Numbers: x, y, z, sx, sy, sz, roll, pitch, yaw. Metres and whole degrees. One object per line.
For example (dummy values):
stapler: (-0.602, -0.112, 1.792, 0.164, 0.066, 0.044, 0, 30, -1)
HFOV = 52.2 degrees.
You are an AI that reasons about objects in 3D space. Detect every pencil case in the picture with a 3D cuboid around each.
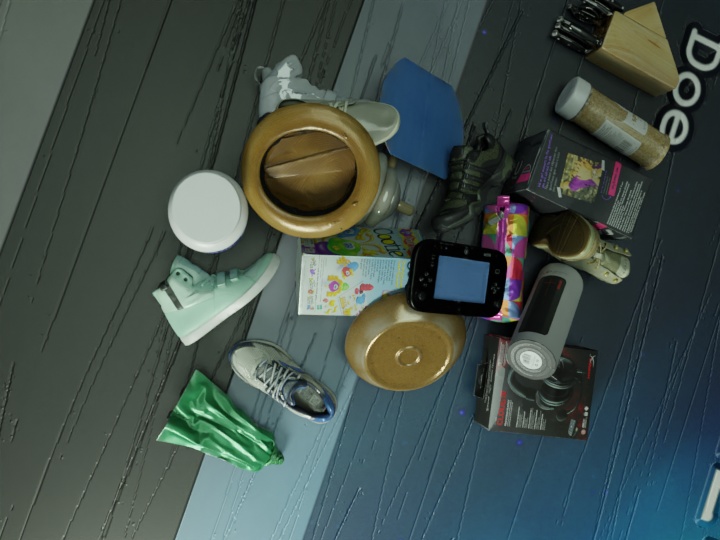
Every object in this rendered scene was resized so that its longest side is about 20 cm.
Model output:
pencil case: (0.233, -0.017, 1.210, 0.086, 0.088, 0.205, 2, 90, -10)

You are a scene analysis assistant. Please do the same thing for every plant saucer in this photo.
plant saucer: (0.074, 0.124, 1.151, 0.195, 0.036, 0.204, -4, 126, -6)

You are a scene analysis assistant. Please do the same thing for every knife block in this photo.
knife block: (0.428, -0.376, 1.252, 0.172, 0.064, 0.204, -22, 94, -8)

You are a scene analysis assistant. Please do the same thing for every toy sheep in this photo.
toy sheep: (-0.002, -0.137, 1.148, 0.196, 0.138, 0.141, 21, 87, -10)

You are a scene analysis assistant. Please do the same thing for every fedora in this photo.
fedora: (-0.069, -0.145, 1.042, 0.195, 0.082, 0.205, 1, 109, 2)

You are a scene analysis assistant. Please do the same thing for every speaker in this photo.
speaker: (0.297, 0.077, 1.173, 0.081, 0.081, 0.201, 44, 46, -8)

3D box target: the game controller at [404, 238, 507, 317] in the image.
game controller: (0.148, 0.013, 1.105, 0.197, 0.042, 0.107, 7, 100, -38)

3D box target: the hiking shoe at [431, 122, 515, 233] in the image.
hiking shoe: (0.164, -0.147, 1.186, 0.101, 0.075, 0.200, 50, 63, -17)

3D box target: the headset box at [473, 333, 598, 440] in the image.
headset box: (0.282, 0.192, 1.223, 0.195, 0.077, 0.153, 9, 89, -11)

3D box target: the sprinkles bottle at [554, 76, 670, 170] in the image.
sprinkles bottle: (0.429, -0.249, 1.250, 0.197, 0.068, 0.069, 30, 86, -9)

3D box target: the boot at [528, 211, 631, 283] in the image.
boot: (0.371, -0.031, 1.176, 0.152, 0.200, 0.073, 25, 92, -10)

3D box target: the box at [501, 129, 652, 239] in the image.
box: (0.352, -0.136, 1.210, 0.196, 0.122, 0.108, 23, 87, -9)

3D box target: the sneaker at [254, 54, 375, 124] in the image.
sneaker: (-0.073, -0.279, 1.159, 0.195, 0.075, 0.118, -9, 95, -6)

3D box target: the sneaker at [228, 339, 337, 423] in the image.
sneaker: (-0.116, 0.173, 1.150, 0.198, 0.085, 0.078, 31, 85, -8)

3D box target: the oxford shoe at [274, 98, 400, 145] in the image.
oxford shoe: (-0.039, -0.221, 1.083, 0.195, 0.058, 0.077, 2, 73, 6)

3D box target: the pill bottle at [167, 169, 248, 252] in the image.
pill bottle: (-0.220, -0.084, 1.072, 0.113, 0.200, 0.119, 0, 90, -9)

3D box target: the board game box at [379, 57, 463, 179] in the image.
board game box: (0.090, -0.241, 1.185, 0.198, 0.038, 0.162, 16, 76, -42)

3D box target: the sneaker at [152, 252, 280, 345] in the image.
sneaker: (-0.225, 0.009, 1.132, 0.199, 0.074, 0.119, -38, 102, -5)

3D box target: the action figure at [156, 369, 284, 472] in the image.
action figure: (-0.204, 0.256, 1.151, 0.198, 0.055, 0.120, 33, 83, -15)

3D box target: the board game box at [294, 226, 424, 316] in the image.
board game box: (0.000, 0.000, 1.144, 0.195, 0.104, 0.107, 2, 118, -9)
